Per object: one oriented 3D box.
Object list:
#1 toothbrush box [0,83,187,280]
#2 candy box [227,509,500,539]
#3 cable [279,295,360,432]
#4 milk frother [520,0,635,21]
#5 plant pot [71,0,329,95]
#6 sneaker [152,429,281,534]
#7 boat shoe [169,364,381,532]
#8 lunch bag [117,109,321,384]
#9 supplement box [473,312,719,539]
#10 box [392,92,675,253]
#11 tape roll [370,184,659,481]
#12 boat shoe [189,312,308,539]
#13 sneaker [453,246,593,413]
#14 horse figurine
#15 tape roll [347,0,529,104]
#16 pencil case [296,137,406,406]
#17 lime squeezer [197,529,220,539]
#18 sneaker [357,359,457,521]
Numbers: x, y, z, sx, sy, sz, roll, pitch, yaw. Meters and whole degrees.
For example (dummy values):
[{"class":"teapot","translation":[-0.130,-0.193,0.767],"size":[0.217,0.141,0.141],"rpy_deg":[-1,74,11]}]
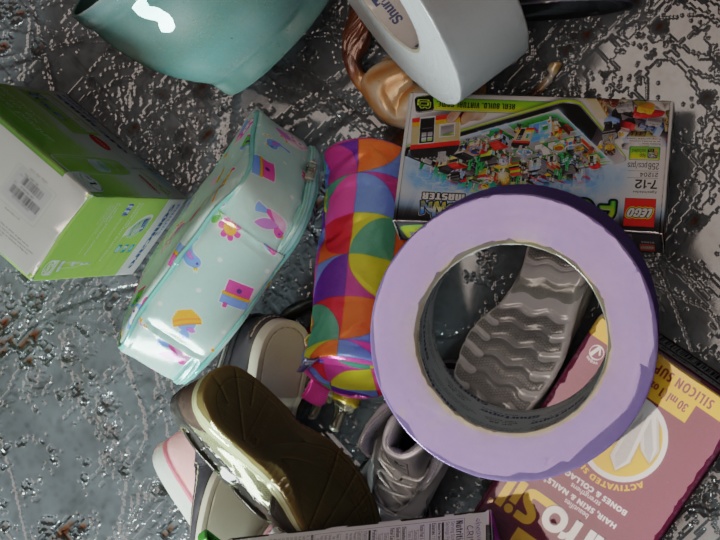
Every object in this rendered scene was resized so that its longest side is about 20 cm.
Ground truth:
[{"class":"toothbrush box","translation":[-0.245,-0.070,1.571],"size":[0.145,0.200,0.086],"rpy_deg":[40,100,12]},{"class":"candy box","translation":[0.012,0.245,1.464],"size":[0.198,0.137,0.061],"rpy_deg":[-7,48,11]},{"class":"cable","translation":[0.002,0.025,1.596],"size":[0.097,0.050,0.200],"rpy_deg":[37,89,29]},{"class":"milk frother","translation":[0.092,-0.284,1.506],"size":[0.199,0.180,0.190],"rpy_deg":[-3,89,48]},{"class":"plant pot","translation":[-0.107,-0.223,1.548],"size":[0.200,0.201,0.134],"rpy_deg":[-42,108,13]},{"class":"sneaker","translation":[-0.074,0.192,1.590],"size":[0.105,0.075,0.201],"rpy_deg":[-41,76,18]},{"class":"boat shoe","translation":[-0.063,0.149,1.488],"size":[0.066,0.072,0.201],"rpy_deg":[-13,127,49]},{"class":"lunch bag","translation":[-0.104,-0.021,1.545],"size":[0.077,0.161,0.200],"rpy_deg":[34,112,-11]},{"class":"supplement box","translation":[0.186,0.145,1.500],"size":[0.131,0.103,0.201],"rpy_deg":[33,100,12]},{"class":"box","translation":[0.129,-0.073,1.480],"size":[0.198,0.035,0.111],"rpy_deg":[3,66,12]},{"class":"tape roll","translation":[0.110,0.042,1.408],"size":[0.198,0.085,0.202],"rpy_deg":[1,97,10]},{"class":"boat shoe","translation":[-0.094,0.129,1.545],"size":[0.063,0.072,0.201],"rpy_deg":[19,94,48]},{"class":"sneaker","translation":[0.139,0.040,1.505],"size":[0.074,0.082,0.201],"rpy_deg":[28,84,23]},{"class":"horse figurine","translation":[0.059,-0.144,1.560],"size":[0.199,0.050,0.133],"rpy_deg":[32,94,11]},{"class":"tape roll","translation":[0.036,-0.219,1.445],"size":[0.066,0.200,0.201],"rpy_deg":[-37,81,-8]},{"class":"pencil case","translation":[0.000,0.000,1.526],"size":[0.088,0.088,0.201],"rpy_deg":[1,65,16]},{"class":"lime squeezer","translation":[-0.054,0.230,1.531],"size":[0.071,0.199,0.038],"rpy_deg":[-49,38,32]},{"class":"sneaker","translation":[0.024,0.161,1.541],"size":[0.075,0.115,0.201],"rpy_deg":[31,99,14]}]
